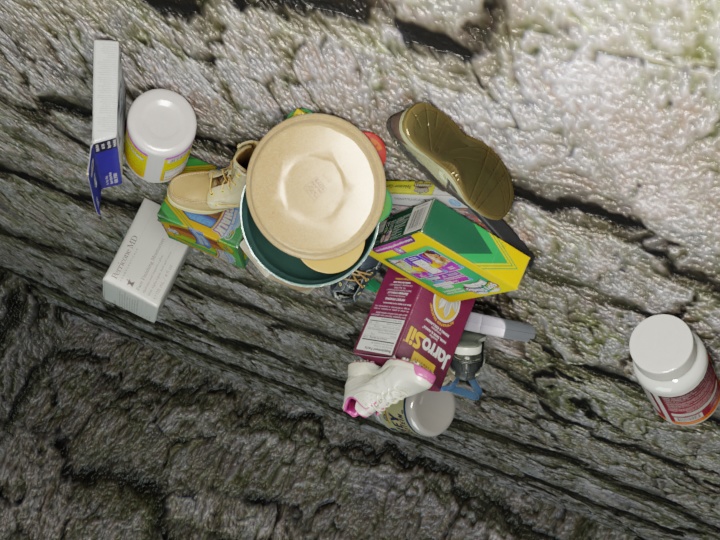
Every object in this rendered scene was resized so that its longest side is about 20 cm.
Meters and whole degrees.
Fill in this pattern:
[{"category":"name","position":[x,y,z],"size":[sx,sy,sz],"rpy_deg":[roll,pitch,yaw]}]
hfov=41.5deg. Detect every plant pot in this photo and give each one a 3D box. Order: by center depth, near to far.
[{"category":"plant pot","position":[-0.063,-0.087,1.371],"size":[0.198,0.203,0.134],"rpy_deg":[23,-170,3]}]

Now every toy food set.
[{"category":"toy food set","position":[-0.055,-0.112,1.270],"size":[0.199,0.199,0.049],"rpy_deg":[33,-169,0]}]

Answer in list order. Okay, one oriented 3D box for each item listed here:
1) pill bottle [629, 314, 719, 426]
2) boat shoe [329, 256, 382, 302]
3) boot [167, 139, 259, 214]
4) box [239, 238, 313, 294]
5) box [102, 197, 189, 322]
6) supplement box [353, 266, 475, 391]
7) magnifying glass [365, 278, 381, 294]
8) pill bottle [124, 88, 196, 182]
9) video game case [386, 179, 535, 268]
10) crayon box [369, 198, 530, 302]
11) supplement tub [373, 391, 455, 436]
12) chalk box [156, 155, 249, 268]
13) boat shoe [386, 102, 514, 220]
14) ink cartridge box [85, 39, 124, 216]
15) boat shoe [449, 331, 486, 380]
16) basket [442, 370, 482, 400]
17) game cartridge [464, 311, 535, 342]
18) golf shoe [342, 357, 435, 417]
[{"category":"pill bottle","position":[0.470,0.149,1.421],"size":[0.108,0.111,0.200],"rpy_deg":[12,159,35]},{"category":"boat shoe","position":[0.000,0.000,1.656],"size":[0.070,0.092,0.200],"rpy_deg":[25,163,-5]},{"category":"boot","position":[-0.205,-0.145,1.475],"size":[0.196,0.074,0.156],"rpy_deg":[2,163,-7]},{"category":"box","position":[-0.115,-0.030,1.614],"size":[0.078,0.095,0.200],"rpy_deg":[48,-173,19]},{"category":"box","position":[-0.452,-0.018,2.033],"size":[0.129,0.201,0.200],"rpy_deg":[26,163,-8]},{"category":"supplement box","position":[0.095,0.077,1.569],"size":[0.102,0.202,0.130],"rpy_deg":[3,154,48]},{"category":"magnifying glass","position":[0.016,0.024,1.830],"size":[0.198,0.023,0.080],"rpy_deg":[30,162,-11]},{"category":"pill bottle","position":[-0.316,-0.200,1.481],"size":[0.103,0.105,0.200],"rpy_deg":[27,162,-9]},{"category":"video game case","position":[0.134,-0.068,1.389],"size":[0.179,0.026,0.200],"rpy_deg":[7,155,44]},{"category":"crayon box","position":[0.122,-0.024,1.394],"size":[0.171,0.059,0.199],"rpy_deg":[29,163,-18]},{"category":"supplement tub","position":[0.127,0.331,2.353],"size":[0.144,0.147,0.199],"rpy_deg":[32,161,-24]},{"category":"chalk box","position":[-0.231,-0.091,1.648],"size":[0.197,0.125,0.125],"rpy_deg":[23,163,7]},{"category":"boat shoe","position":[0.111,-0.135,1.166],"size":[0.200,0.072,0.066],"rpy_deg":[36,169,-32]},{"category":"ink cartridge box","position":[-0.371,-0.203,1.398],"size":[0.040,0.204,0.200],"rpy_deg":[2,167,-11]},{"category":"boat shoe","position":[0.182,0.144,1.661],"size":[0.074,0.061,0.200],"rpy_deg":[4,-173,12]},{"category":"basket","position":[0.141,0.178,1.898],"size":[0.174,0.140,0.201],"rpy_deg":[9,147,39]},{"category":"game cartridge","position":[0.194,0.089,1.678],"size":[0.198,0.041,0.132],"rpy_deg":[10,-178,38]},{"category":"golf shoe","position":[0.042,0.188,1.473],"size":[0.075,0.093,0.199],"rpy_deg":[33,155,-25]}]
